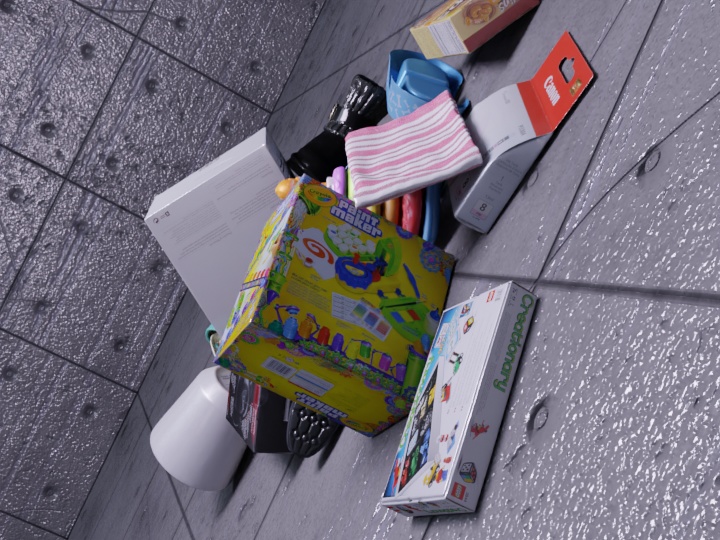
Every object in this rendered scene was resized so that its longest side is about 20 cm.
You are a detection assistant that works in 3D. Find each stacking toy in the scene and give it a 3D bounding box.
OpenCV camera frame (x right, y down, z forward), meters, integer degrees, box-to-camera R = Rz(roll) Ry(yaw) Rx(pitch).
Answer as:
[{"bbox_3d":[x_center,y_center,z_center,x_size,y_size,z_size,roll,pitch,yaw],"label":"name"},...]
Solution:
[{"bbox_3d":[-0.004,-0.090,1.213,0.116,0.196,0.112,-100,11,-69],"label":"stacking toy"}]

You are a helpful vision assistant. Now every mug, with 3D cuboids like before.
[{"bbox_3d":[-0.228,0.224,1.591,0.154,0.148,0.187,-56,17,20],"label":"mug"}]

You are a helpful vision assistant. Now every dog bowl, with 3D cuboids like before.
[{"bbox_3d":[0.086,-0.244,1.398,0.201,0.110,0.050,-91,19,-60],"label":"dog bowl"}]

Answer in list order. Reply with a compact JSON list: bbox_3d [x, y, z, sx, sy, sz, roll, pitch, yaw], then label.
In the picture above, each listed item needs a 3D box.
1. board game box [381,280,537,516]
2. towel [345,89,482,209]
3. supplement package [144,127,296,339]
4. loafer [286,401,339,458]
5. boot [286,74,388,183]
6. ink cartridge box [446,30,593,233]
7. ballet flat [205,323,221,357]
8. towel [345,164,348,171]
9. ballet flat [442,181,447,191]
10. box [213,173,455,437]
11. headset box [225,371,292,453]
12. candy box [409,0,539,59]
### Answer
[{"bbox_3d":[0.087,0.117,0.910,0.126,0.034,0.203,-31,35,63],"label":"board game box"},{"bbox_3d":[0.052,-0.137,1.137,0.144,0.030,0.201,-21,26,6],"label":"towel"},{"bbox_3d":[-0.156,-0.051,1.386,0.189,0.202,0.147,-30,16,4],"label":"supplement package"},{"bbox_3d":[-0.036,0.135,1.261,0.070,0.067,0.204,90,-158,-81],"label":"loafer"},{"bbox_3d":[-0.023,-0.193,1.427,0.158,0.079,0.211,-50,6,16],"label":"boot"},{"bbox_3d":[0.163,-0.162,1.104,0.163,0.056,0.202,-91,26,-61],"label":"ink cartridge box"},{"bbox_3d":[-0.186,0.123,1.565,0.070,0.068,0.199,-41,30,-14],"label":"ballet flat"},{"bbox_3d":[-0.004,-0.110,1.404,0.112,0.048,0.200,-55,-1,9],"label":"towel"},{"bbox_3d":[0.075,-0.159,1.359,0.069,0.066,0.201,-58,15,18],"label":"ballet flat"},{"bbox_3d":[-0.025,0.041,1.103,0.122,0.198,0.195,-42,24,54],"label":"box"},{"bbox_3d":[-0.121,0.154,1.373,0.200,0.076,0.152,-164,80,-69],"label":"headset box"},{"bbox_3d":[0.147,-0.338,1.355,0.115,0.056,0.200,-36,14,-4],"label":"candy box"}]
